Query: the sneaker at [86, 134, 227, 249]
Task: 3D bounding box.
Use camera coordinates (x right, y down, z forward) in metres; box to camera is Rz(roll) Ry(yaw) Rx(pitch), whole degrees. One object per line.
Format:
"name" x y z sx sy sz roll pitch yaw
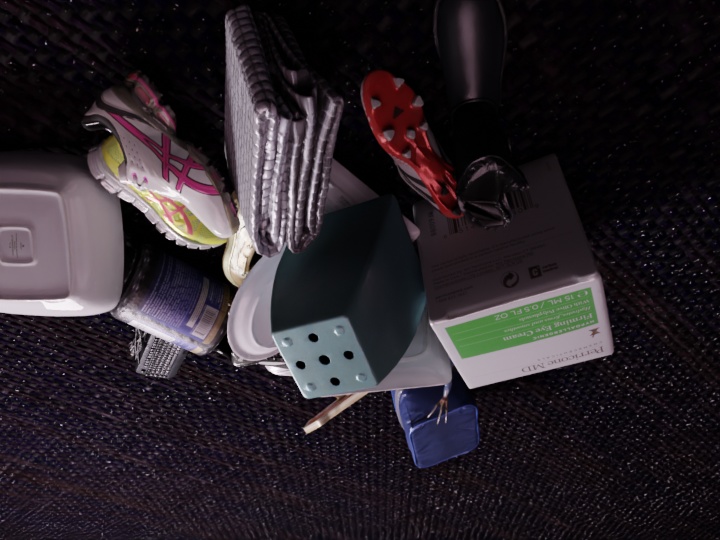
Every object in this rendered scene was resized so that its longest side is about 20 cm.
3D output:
"sneaker" -0.224 -0.101 0.736 0.090 0.079 0.199 -34 131 24

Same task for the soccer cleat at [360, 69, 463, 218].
"soccer cleat" 0.060 -0.141 0.702 0.069 0.085 0.200 -46 113 -8

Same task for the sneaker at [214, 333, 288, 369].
"sneaker" -0.156 0.120 0.935 0.195 0.090 0.068 11 102 17

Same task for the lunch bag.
"lunch bag" 0.134 0.255 1.109 0.133 0.134 0.202 -18 138 -5

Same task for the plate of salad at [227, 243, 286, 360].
"plate of salad" -0.112 0.034 0.843 0.048 0.199 0.203 34 145 29

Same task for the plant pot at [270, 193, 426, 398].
"plant pot" -0.017 0.038 0.684 0.138 0.201 0.143 -14 118 21

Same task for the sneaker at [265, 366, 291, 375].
"sneaker" -0.068 0.127 1.001 0.195 0.079 0.101 0 136 -2

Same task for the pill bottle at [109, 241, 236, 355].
"pill bottle" -0.285 0.033 0.859 0.198 0.114 0.111 32 130 -32

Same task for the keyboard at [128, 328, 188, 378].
"keyboard" -0.348 0.139 1.036 0.102 0.040 0.201 17 135 -20

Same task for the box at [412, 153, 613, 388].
"box" 0.190 0.006 0.767 0.195 0.203 0.172 -17 139 17

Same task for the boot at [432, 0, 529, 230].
"boot" 0.120 -0.160 0.600 0.074 0.171 0.202 -8 139 9

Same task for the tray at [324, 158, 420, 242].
"tray" -0.031 -0.070 0.755 0.199 0.022 0.108 37 121 -10

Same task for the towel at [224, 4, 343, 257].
"towel" -0.087 -0.140 0.620 0.084 0.168 0.202 -8 142 -19

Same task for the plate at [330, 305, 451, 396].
"plate" 0.030 0.098 0.886 0.194 0.201 0.033 -7 121 8

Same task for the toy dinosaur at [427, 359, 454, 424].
"toy dinosaur" 0.122 0.133 0.983 0.177 0.105 0.205 -6 108 -19

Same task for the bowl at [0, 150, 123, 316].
"bowl" -0.394 -0.038 0.727 0.194 0.075 0.205 2 102 1

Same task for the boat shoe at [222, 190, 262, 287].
"boat shoe" -0.137 -0.033 0.798 0.062 0.074 0.203 28 142 9

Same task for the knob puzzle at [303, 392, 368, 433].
"knob puzzle" -0.022 0.190 0.950 0.219 0.218 0.031 -41 83 36

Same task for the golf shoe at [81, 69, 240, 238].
"golf shoe" -0.211 -0.109 0.657 0.201 0.092 0.073 52 167 -5
